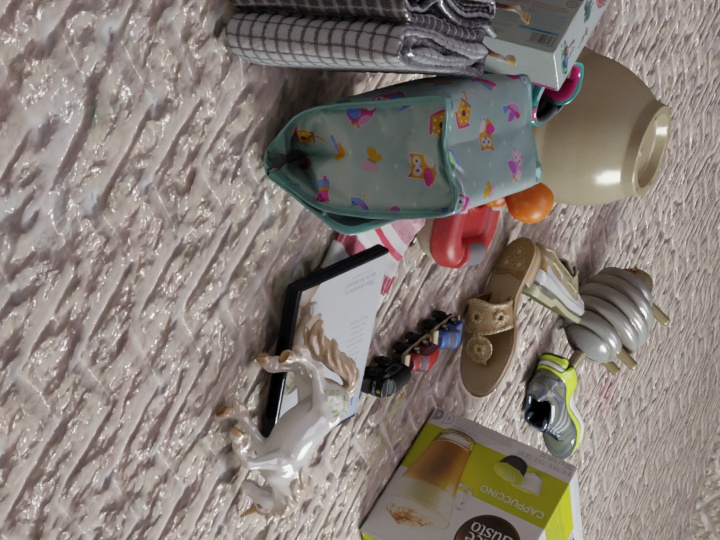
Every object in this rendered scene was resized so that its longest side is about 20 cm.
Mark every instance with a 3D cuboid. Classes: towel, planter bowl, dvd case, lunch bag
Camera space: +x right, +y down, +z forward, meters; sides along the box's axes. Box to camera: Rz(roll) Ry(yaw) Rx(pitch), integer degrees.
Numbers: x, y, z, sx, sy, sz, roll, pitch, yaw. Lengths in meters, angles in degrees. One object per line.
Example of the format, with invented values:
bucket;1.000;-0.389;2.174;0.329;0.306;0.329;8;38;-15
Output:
towel;0.006;-0.205;1.213;0.199;0.164;0.087;-9;104;-63
planter bowl;0.311;-0.168;1.889;0.200;0.134;0.202;-45;146;-43
dvd case;-0.036;0.082;1.467;0.142;0.017;0.202;-25;135;-48
lunch bag;0.034;-0.103;1.313;0.170;0.198;0.124;-21;105;-56
towel;0.000;0.000;1.513;0.202;0.023;0.144;-64;153;-13

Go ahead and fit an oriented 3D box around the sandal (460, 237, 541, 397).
sandal;0.156;0.043;1.825;0.070;0.077;0.214;42;62;-42

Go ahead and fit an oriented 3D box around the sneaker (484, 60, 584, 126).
sneaker;0.175;-0.224;1.555;0.084;0.119;0.202;82;23;-56

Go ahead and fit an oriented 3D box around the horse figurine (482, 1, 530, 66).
horse figurine;0.107;-0.287;1.434;0.050;0.131;0.202;93;14;-78

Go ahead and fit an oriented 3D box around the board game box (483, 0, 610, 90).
board game box;0.177;-0.291;1.513;0.201;0.146;0.064;-59;152;-21

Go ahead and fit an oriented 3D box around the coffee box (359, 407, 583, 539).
coffee box;0.141;0.332;1.828;0.198;0.198;0.201;-54;151;-30

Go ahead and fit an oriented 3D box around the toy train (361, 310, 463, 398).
toy train;0.064;0.093;1.680;0.200;0.045;0.034;-35;138;-52

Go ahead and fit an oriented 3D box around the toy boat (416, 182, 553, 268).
toy boat;0.149;-0.092;1.620;0.130;0.130;0.202;-11;118;-62

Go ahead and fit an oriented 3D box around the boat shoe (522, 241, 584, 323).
boat shoe;0.262;0.018;1.993;0.069;0.074;0.200;-63;154;-1

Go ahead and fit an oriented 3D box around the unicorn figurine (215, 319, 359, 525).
unicorn figurine;-0.072;0.154;1.395;0.200;0.074;0.137;-42;126;5

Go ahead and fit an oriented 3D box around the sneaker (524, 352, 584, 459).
sneaker;0.272;0.210;2.173;0.081;0.073;0.201;-46;139;-29

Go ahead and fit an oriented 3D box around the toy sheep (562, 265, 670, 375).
toy sheep;0.362;0.073;2.173;0.200;0.137;0.139;-49;148;-28
